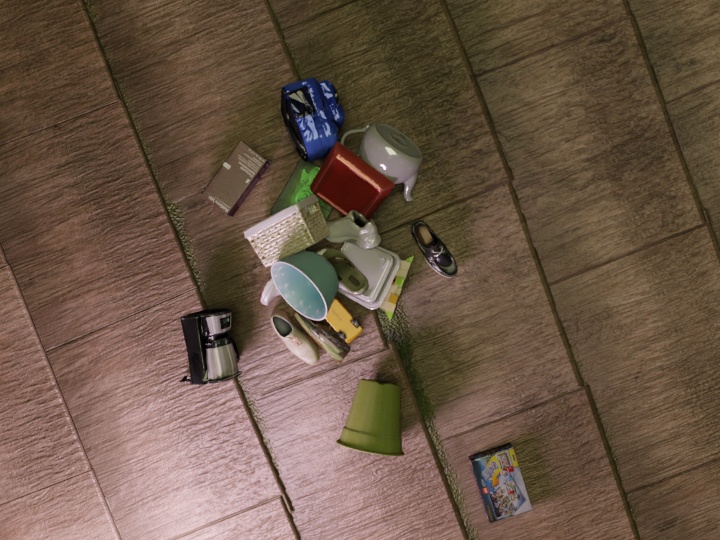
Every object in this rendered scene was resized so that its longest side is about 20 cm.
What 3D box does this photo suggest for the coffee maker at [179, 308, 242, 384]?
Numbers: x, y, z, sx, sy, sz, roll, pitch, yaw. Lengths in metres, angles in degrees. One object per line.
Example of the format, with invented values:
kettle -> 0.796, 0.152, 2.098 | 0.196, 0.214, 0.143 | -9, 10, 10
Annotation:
coffee maker -> -0.451, 0.219, 1.538 | 0.191, 0.135, 0.202 | -9, 92, 1

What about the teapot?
teapot -> 0.067, -0.313, 1.514 | 0.146, 0.196, 0.201 | -52, 49, 30

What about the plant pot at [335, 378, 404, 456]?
plant pot -> 0.043, 0.415, 1.540 | 0.198, 0.200, 0.191 | 10, 79, -1

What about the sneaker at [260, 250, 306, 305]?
sneaker -> -0.208, 0.035, 1.559 | 0.200, 0.081, 0.088 | -45, 90, 2

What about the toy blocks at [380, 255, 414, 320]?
toy blocks -> 0.060, 0.029, 1.564 | 0.136, 0.100, 0.201 | 20, 88, 9

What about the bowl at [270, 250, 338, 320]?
bowl -> -0.137, 0.026, 1.457 | 0.201, 0.201, 0.105 | 45, 59, -2

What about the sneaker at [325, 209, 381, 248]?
sneaker -> -0.033, -0.131, 1.523 | 0.199, 0.078, 0.100 | 10, 126, 25

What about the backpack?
backpack -> -0.128, -0.419, 1.503 | 0.167, 0.163, 0.201 | -17, 91, -3

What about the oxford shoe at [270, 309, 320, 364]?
oxford shoe -> -0.197, 0.204, 1.569 | 0.071, 0.074, 0.200 | -45, 92, 1

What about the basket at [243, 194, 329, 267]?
basket -> -0.202, -0.109, 1.502 | 0.199, 0.136, 0.124 | -22, 100, 25

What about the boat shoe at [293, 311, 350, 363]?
boat shoe -> -0.113, 0.185, 1.577 | 0.200, 0.073, 0.065 | 46, 80, -5

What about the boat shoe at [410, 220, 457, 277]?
boat shoe -> 0.216, -0.060, 1.568 | 0.072, 0.068, 0.200 | -37, 94, -1

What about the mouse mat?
mouse mat -> -0.156, -0.212, 1.588 | 0.160, 0.008, 0.201 | 31, 91, -2

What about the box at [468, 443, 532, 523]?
box -> 0.420, 0.640, 1.610 | 0.136, 0.038, 0.201 | -17, 92, 0

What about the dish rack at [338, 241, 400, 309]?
dish rack -> 0.000, 0.000, 1.526 | 0.199, 0.043, 0.173 | 26, 91, 34

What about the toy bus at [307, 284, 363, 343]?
toy bus -> -0.079, 0.116, 1.565 | 0.065, 0.078, 0.200 | -42, 92, 0

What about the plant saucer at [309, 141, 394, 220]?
plant saucer -> -0.034, -0.229, 1.503 | 0.199, 0.200, 0.037 | 35, 47, -5

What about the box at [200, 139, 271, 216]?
box -> -0.361, -0.266, 1.551 | 0.100, 0.075, 0.201 | 36, 93, -2

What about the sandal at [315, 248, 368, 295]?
sandal -> -0.056, -0.007, 1.495 | 0.201, 0.057, 0.080 | 35, 84, 32
